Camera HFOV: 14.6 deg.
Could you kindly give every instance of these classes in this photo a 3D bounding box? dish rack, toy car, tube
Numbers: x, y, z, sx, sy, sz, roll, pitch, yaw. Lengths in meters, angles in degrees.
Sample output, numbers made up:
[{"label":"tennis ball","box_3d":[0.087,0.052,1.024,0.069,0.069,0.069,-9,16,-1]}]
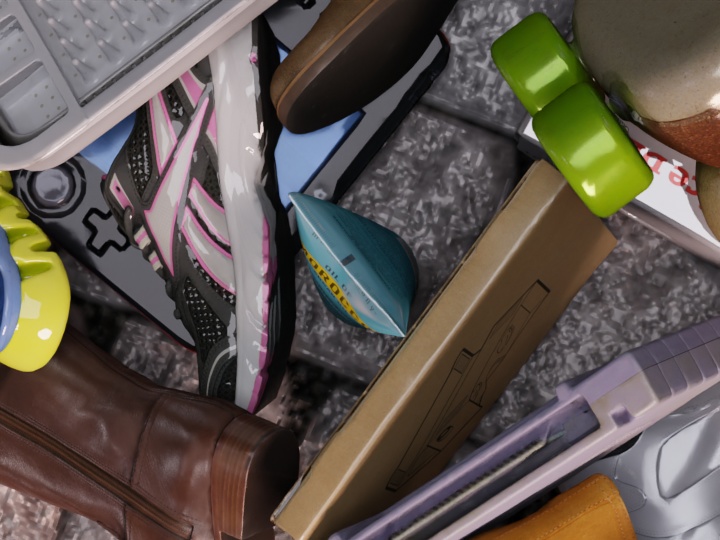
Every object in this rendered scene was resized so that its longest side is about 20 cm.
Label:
[{"label":"dish rack","box_3d":[-0.116,-0.145,1.315,0.200,0.044,0.172,-37,54,6]},{"label":"toy car","box_3d":[0.185,-0.057,1.249,0.164,0.158,0.200,-36,117,8]},{"label":"tube","box_3d":[0.000,0.000,1.284,0.050,0.200,0.077,-44,87,0]}]

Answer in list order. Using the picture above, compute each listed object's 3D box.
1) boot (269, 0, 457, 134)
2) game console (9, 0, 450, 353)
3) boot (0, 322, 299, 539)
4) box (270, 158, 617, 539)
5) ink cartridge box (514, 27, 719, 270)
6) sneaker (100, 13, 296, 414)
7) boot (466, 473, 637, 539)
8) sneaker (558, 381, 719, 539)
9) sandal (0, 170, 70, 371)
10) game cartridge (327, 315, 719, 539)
[{"label":"boot","box_3d":[0.012,-0.147,1.340,0.075,0.074,0.200,36,68,13]},{"label":"game console","box_3d":[-0.081,-0.087,1.373,0.177,0.031,0.200,39,91,2]},{"label":"boot","box_3d":[-0.124,0.123,1.332,0.199,0.064,0.188,21,104,34]},{"label":"box","box_3d":[0.043,0.047,1.302,0.021,0.163,0.200,36,90,16]},{"label":"ink cartridge box","box_3d":[0.182,-0.112,1.337,0.146,0.086,0.201,30,90,2]},{"label":"sneaker","box_3d":[-0.079,-0.025,1.337,0.086,0.080,0.201,-4,85,9]},{"label":"boot","box_3d":[0.072,0.180,1.307,0.144,0.202,0.071,-29,59,-15]},{"label":"sneaker","box_3d":[0.186,0.080,1.341,0.199,0.075,0.115,-26,89,6]},{"label":"sandal","box_3d":[-0.210,-0.040,1.319,0.080,0.087,0.200,-55,53,34]},{"label":"game cartridge","box_3d":[0.068,0.086,1.243,0.200,0.130,0.039,-36,85,25]}]
